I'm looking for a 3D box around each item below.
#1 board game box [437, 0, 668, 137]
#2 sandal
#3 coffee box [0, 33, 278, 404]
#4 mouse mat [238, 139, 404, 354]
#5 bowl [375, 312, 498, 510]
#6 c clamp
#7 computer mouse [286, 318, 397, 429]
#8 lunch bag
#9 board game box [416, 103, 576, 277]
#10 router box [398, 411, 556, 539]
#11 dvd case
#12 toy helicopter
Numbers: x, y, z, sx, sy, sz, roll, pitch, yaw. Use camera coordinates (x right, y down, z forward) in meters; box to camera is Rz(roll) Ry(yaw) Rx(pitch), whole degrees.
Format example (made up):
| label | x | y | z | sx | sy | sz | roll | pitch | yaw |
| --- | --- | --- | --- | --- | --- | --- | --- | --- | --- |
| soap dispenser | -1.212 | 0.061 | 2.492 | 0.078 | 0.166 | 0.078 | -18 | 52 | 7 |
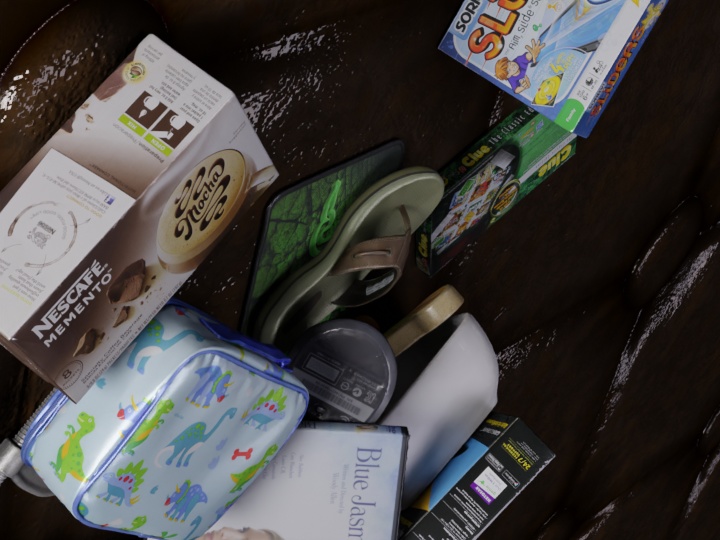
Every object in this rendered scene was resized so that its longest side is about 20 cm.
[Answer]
| label | x | y | z | sx | sy | sz | roll | pitch | yaw |
| --- | --- | --- | --- | --- | --- | --- | --- | --- | --- |
| board game box | 0.164 | -0.220 | 1.345 | 0.200 | 0.135 | 0.034 | -61 | 154 | 12 |
| sandal | 0.000 | 0.001 | 1.409 | 0.201 | 0.057 | 0.080 | -47 | 151 | -11 |
| coffee box | -0.155 | -0.030 | 1.101 | 0.200 | 0.080 | 0.113 | -49 | 155 | -11 |
| mouse mat | -0.035 | -0.004 | 1.421 | 0.161 | 0.008 | 0.200 | -28 | 145 | -43 |
| bowl | 0.036 | 0.138 | 1.534 | 0.200 | 0.075 | 0.200 | -48 | -174 | -18 |
| c clamp | -0.194 | 0.090 | 1.242 | 0.200 | 0.027 | 0.171 | -49 | 154 | -9 |
| computer mouse | -0.045 | 0.115 | 1.400 | 0.200 | 0.138 | 0.053 | -55 | -173 | 17 |
| lunch bag | -0.130 | 0.105 | 1.245 | 0.161 | 0.082 | 0.200 | -51 | 153 | 4 |
| board game box | 0.122 | -0.087 | 1.566 | 0.200 | 0.023 | 0.105 | -40 | 149 | -26 |
| router box | 0.077 | 0.188 | 1.519 | 0.149 | 0.051 | 0.200 | -45 | -176 | -8 |
| dvd case | -0.067 | 0.182 | 1.381 | 0.018 | 0.200 | 0.143 | -100 | -166 | -69 |
| toy helicopter | 0.005 | 0.079 | 1.487 | 0.200 | 0.079 | 0.132 | -38 | -177 | 9 |
